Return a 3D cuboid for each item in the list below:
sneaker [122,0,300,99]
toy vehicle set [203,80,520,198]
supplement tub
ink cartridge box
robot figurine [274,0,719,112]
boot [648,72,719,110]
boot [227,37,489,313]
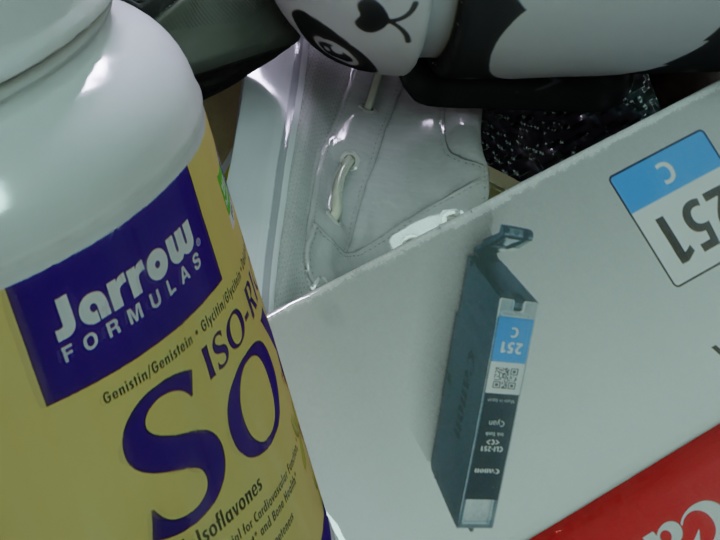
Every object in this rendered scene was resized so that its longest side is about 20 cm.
[{"bbox_3d":[-0.114,-0.091,0.685,0.199,0.076,0.114,-24,86,-43],"label":"sneaker"},{"bbox_3d":[-0.032,-0.010,0.816,0.200,0.027,0.124,28,66,3],"label":"toy vehicle set"},{"bbox_3d":[-0.095,0.018,0.560,0.145,0.145,0.200,-26,118,-19],"label":"supplement tub"},{"bbox_3d":[0.076,0.059,0.683,0.200,0.045,0.176,-28,83,-25],"label":"ink cartridge box"},{"bbox_3d":[0.065,-0.119,0.701,0.200,0.125,0.150,-2,99,-8],"label":"robot figurine"},{"bbox_3d":[0.053,-0.120,0.796,0.166,0.072,0.200,-11,84,-20],"label":"boot"},{"bbox_3d":[0.000,0.000,0.745,0.096,0.074,0.200,9,52,-3],"label":"boot"}]
